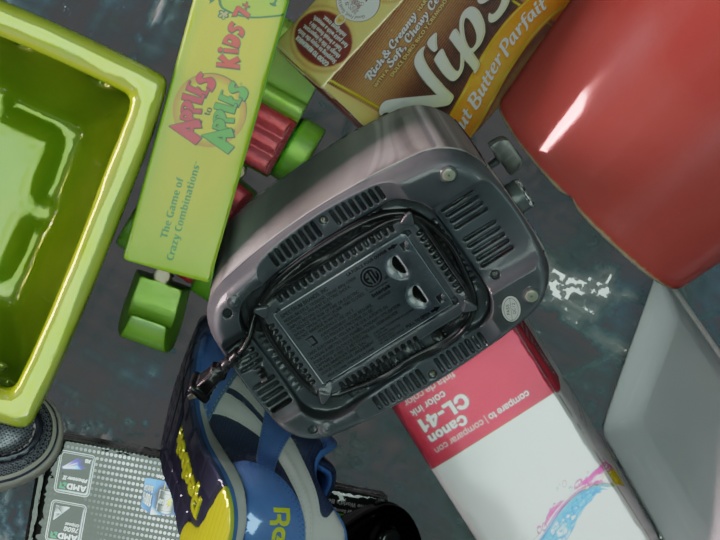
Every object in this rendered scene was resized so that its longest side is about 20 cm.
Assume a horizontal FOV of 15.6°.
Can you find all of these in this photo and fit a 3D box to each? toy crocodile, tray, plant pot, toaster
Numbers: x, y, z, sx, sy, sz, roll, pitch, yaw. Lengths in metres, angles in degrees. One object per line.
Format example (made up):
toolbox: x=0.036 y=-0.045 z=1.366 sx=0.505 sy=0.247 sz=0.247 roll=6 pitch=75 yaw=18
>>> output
toy crocodile: x=-0.077 y=-0.047 z=1.463 sx=0.067 sy=0.062 sz=0.200 roll=33 pitch=92 yaw=-3
tray: x=0.180 y=0.089 z=1.401 sx=0.022 sy=0.200 sz=0.108 roll=11 pitch=113 yaw=-17
plant pot: x=0.184 y=-0.099 z=1.409 sx=0.200 sy=0.200 sz=0.177 roll=44 pitch=102 yaw=-3
toaster: x=0.000 y=0.000 z=1.371 sx=0.200 sy=0.129 sz=0.114 roll=-33 pitch=108 yaw=10
plant pot: x=-0.220 y=-0.049 z=1.402 sx=0.199 sy=0.181 sz=0.200 roll=23 pitch=93 yaw=-1

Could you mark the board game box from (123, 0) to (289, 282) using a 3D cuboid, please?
board game box: x=-0.074 y=-0.102 z=1.373 sx=0.048 sy=0.102 sz=0.200 roll=16 pitch=97 yaw=-5

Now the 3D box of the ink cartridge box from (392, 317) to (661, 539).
ink cartridge box: x=0.100 y=0.121 z=1.433 sx=0.086 sy=0.148 sz=0.200 roll=-30 pitch=93 yaw=4

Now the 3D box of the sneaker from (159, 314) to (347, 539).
sneaker: x=-0.059 y=0.098 z=1.420 sx=0.082 sy=0.200 sz=0.074 roll=8 pitch=122 yaw=-17

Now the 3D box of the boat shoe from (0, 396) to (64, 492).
boat shoe: x=-0.261 y=0.072 z=1.417 sx=0.200 sy=0.093 sz=0.075 roll=6 pitch=72 yaw=-2

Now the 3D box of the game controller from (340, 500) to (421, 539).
game controller: x=0.007 y=0.225 z=1.447 sx=0.104 sy=0.042 sz=0.200 roll=-38 pitch=124 yaw=-35

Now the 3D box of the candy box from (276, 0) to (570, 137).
candy box: x=0.061 y=-0.156 z=1.432 sx=0.200 sy=0.055 sz=0.115 roll=-47 pitch=138 yaw=2

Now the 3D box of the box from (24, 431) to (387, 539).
box: x=-0.097 y=0.203 z=1.485 sx=0.200 sy=0.048 sz=0.193 roll=11 pitch=91 yaw=-1
